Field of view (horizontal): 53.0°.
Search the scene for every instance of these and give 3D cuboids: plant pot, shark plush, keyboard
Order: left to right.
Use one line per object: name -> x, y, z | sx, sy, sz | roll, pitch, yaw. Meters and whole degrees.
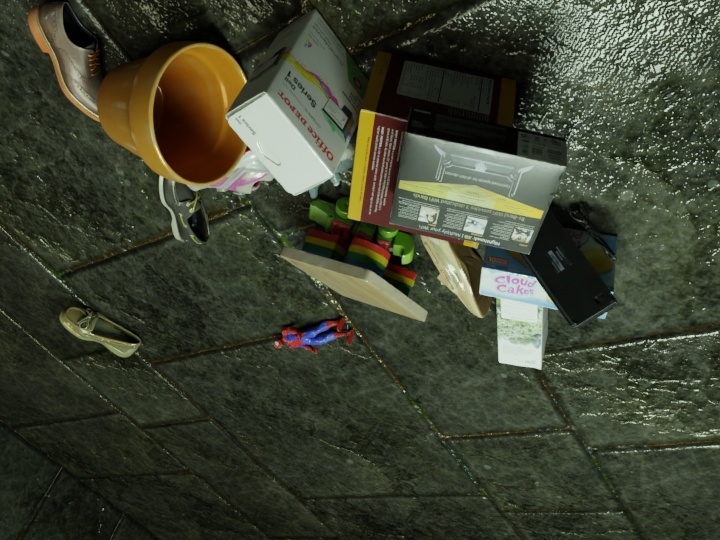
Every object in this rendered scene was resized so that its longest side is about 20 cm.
plant pot -> -0.294, -0.242, 1.096 | 0.180, 0.201, 0.203 | 14, 143, 34
shark plush -> -0.062, -0.153, 1.143 | 0.083, 0.091, 0.200 | 37, 143, -1
keyboard -> 0.309, -0.024, 1.066 | 0.125, 0.202, 0.021 | -30, 154, 1

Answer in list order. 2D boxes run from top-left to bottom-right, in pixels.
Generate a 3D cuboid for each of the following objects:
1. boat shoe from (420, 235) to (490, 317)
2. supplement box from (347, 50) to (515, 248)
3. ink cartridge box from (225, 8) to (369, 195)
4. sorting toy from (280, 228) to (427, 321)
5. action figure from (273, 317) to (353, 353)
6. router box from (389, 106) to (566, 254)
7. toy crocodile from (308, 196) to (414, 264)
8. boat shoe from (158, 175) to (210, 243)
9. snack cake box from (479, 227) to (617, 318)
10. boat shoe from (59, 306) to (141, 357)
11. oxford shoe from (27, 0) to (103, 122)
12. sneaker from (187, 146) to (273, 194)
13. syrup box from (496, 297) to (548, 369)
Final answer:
boat shoe -> 0.164, -0.004, 1.229 | 0.063, 0.072, 0.202 | -6, 125, 38
supplement box -> 0.097, -0.165, 1.013 | 0.195, 0.135, 0.200 | 13, 140, 3
ink cartridge box -> -0.076, -0.229, 0.983 | 0.083, 0.203, 0.145 | -18, 127, 38
sorting toy -> 0.000, 0.000, 1.224 | 0.196, 0.071, 0.199 | 16, 168, 38
action figure -> -0.109, 0.142, 1.530 | 0.197, 0.052, 0.066 | -11, 134, 37
router box -> 0.143, -0.110, 0.914 | 0.195, 0.053, 0.159 | 13, 140, 2
toy crocodile -> 0.002, -0.067, 1.233 | 0.196, 0.063, 0.068 | 23, 140, 0
boat shoe -> -0.316, -0.123, 1.315 | 0.059, 0.073, 0.203 | 16, 148, 10
snack cake box -> 0.291, -0.008, 1.123 | 0.195, 0.117, 0.068 | 10, 142, 13
boat shoe -> -0.628, 0.141, 1.752 | 0.199, 0.074, 0.063 | 36, 132, -20
oxford shoe -> -0.443, -0.327, 1.150 | 0.071, 0.072, 0.202 | -7, 132, 23
sneaker -> -0.216, -0.163, 1.215 | 0.197, 0.083, 0.088 | -9, 136, 39
syrup box -> 0.280, 0.074, 1.244 | 0.077, 0.082, 0.203 | 7, 138, 20
